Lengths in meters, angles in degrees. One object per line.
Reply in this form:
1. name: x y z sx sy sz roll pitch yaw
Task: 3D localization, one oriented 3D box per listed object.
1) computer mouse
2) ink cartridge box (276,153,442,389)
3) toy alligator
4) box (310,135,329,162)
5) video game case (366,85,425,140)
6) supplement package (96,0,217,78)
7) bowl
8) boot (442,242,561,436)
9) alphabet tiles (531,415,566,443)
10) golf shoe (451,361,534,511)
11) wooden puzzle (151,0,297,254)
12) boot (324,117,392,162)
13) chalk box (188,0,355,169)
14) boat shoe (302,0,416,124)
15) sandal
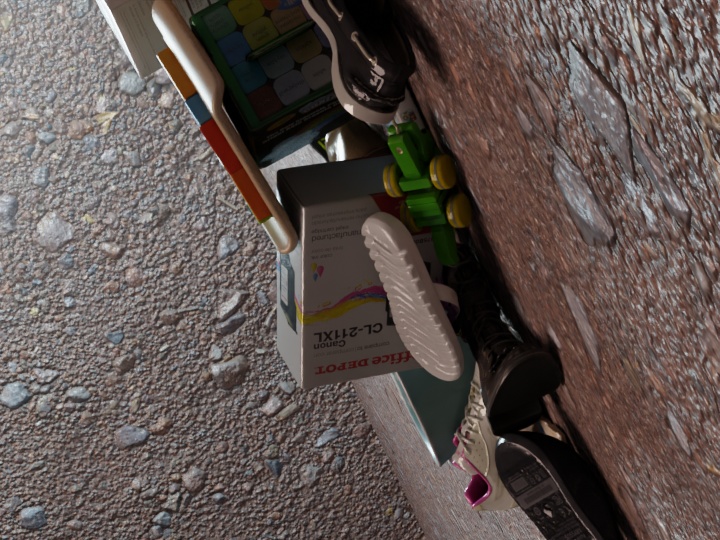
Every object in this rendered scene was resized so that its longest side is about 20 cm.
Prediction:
1. computer mouse: 0.202 0.230 1.697 0.200 0.053 0.138 57 148 1
2. ink cartridge box: 0.000 0.000 1.697 0.083 0.145 0.201 -126 31 -54
3. toy alligator: 0.053 -0.096 1.577 0.201 0.059 0.054 65 -146 -29
4. box: -0.036 -0.148 1.924 0.160 0.044 0.200 44 -177 -26
5. video game case: 0.003 -0.196 1.670 0.183 0.024 0.200 64 174 -24
6. supplement package: -0.165 -0.302 1.770 0.114 0.199 0.110 58 173 32
7. bowl: 0.083 0.093 1.883 0.202 0.105 0.201 63 178 3
8. boot: 0.115 0.053 1.662 0.200 0.069 0.175 97 153 -68
9. alphabet tiles: 0.215 0.233 1.814 0.200 0.015 0.196 -137 26 -73
10. golf shoe: 0.131 0.156 1.795 0.075 0.091 0.201 -127 21 -69
11. wooden puzzle: -0.130 -0.129 1.628 0.185 0.037 0.200 57 173 48
12. boot: 0.002 -0.087 1.800 0.076 0.073 0.200 53 163 22
13. chalk box: -0.073 -0.193 1.627 0.124 0.124 0.200 60 174 9
14. boat shoe: 0.000 -0.207 1.461 0.060 0.074 0.201 -57 31 37
15. sandal: 0.062 0.023 1.638 0.082 0.050 0.203 29 151 43
